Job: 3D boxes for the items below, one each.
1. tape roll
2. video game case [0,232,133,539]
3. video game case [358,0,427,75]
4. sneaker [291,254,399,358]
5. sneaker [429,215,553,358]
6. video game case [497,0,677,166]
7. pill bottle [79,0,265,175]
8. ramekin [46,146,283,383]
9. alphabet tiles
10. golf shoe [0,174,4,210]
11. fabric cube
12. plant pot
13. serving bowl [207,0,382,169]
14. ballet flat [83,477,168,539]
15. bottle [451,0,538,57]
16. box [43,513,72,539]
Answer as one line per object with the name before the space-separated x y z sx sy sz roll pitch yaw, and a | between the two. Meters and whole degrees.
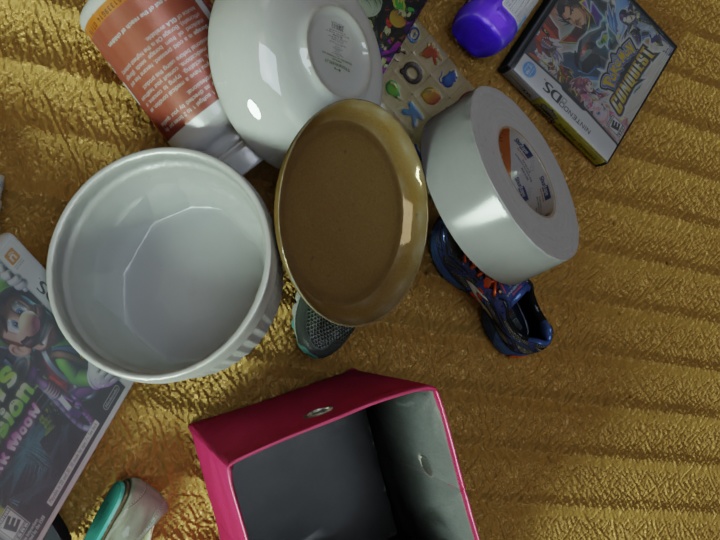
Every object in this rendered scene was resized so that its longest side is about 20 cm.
tape roll | 0.150 -0.089 0.814 0.200 0.066 0.202 32 44 -38
video game case | -0.284 0.101 0.631 0.182 0.023 0.201 56 37 -32
video game case | -0.023 -0.322 0.823 0.199 0.036 0.182 34 77 -15
sneaker | 0.000 0.000 0.795 0.077 0.091 0.201 34 76 -16
sneaker | 0.153 0.012 0.863 0.075 0.078 0.200 -44 104 -18
video game case | 0.286 -0.263 0.955 0.180 0.025 0.201 39 75 -16
pill bottle | -0.158 -0.181 0.727 0.112 0.112 0.201 -39 102 -18
ramekin | -0.162 0.002 0.687 0.198 0.105 0.202 -2 76 7
alphabet tiles | 0.048 -0.187 0.867 0.200 0.006 0.167 47 72 -14
golf shoe | -0.339 -0.042 0.672 0.097 0.078 0.201 -42 104 -24
fabric cube | -0.029 0.216 0.718 0.195 0.199 0.202 -16 94 -21
plant pot | -0.008 -0.051 0.695 0.199 0.027 0.202 -4 96 -49
serving bowl | -0.042 -0.194 0.714 0.199 0.065 0.202 8 79 -48
ballet flat | -0.245 0.287 0.701 0.064 0.067 0.201 40 75 -27
bottle | 0.184 -0.338 0.886 0.065 0.083 0.201 39 74 -15
box | -0.355 0.191 0.652 0.140 0.079 0.201 -29 98 -18
